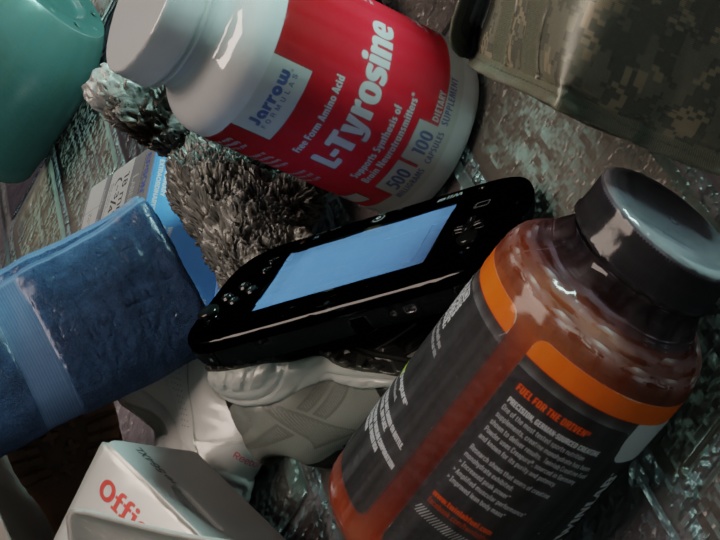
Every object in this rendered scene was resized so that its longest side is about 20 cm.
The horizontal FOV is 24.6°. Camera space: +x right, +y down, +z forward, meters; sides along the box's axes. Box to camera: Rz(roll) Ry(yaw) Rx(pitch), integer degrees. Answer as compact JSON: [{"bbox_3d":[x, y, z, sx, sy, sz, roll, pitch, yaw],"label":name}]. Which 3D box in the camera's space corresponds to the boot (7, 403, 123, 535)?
[{"bbox_3d":[-0.192,0.121,1.110,0.107,0.074,0.202,-120,15,-67],"label":"boot"}]

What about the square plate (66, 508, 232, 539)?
[{"bbox_3d":[-0.060,0.220,0.808,0.198,0.028,0.201,2,101,39],"label":"square plate"}]

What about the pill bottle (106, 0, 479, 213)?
[{"bbox_3d":[-0.039,-0.115,0.948,0.112,0.198,0.113,-40,39,43],"label":"pill bottle"}]

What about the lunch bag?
[{"bbox_3d":[0.118,-0.151,0.748,0.166,0.116,0.200,-68,19,9],"label":"lunch bag"}]

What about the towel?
[{"bbox_3d":[-0.193,0.041,1.015,0.112,0.198,0.049,59,166,24],"label":"towel"}]

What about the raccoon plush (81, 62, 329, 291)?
[{"bbox_3d":[-0.100,-0.031,1.018,0.135,0.198,0.097,-74,8,-56],"label":"raccoon plush"}]

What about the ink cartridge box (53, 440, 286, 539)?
[{"bbox_3d":[-0.123,0.221,0.943,0.146,0.084,0.202,37,104,36],"label":"ink cartridge box"}]

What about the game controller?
[{"bbox_3d":[0.000,0.000,0.882,0.198,0.042,0.105,-16,33,29],"label":"game controller"}]

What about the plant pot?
[{"bbox_3d":[-0.340,-0.211,1.575,0.161,0.200,0.201,-43,35,17],"label":"plant pot"}]

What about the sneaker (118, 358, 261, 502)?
[{"bbox_3d":[-0.103,0.070,1.079,0.100,0.078,0.200,-53,44,8],"label":"sneaker"}]

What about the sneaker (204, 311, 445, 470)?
[{"bbox_3d":[-0.001,0.070,0.908,0.199,0.074,0.080,-9,104,48],"label":"sneaker"}]

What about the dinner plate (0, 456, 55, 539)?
[{"bbox_3d":[-0.221,0.160,1.093,0.024,0.202,0.201,-22,37,0],"label":"dinner plate"}]

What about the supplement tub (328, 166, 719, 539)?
[{"bbox_3d":[0.077,0.053,0.725,0.201,0.106,0.108,-54,31,26],"label":"supplement tub"}]

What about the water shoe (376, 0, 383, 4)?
[{"bbox_3d":[-0.056,-0.111,1.107,0.200,0.071,0.079,-47,44,30],"label":"water shoe"}]

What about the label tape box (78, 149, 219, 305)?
[{"bbox_3d":[-0.152,-0.014,1.226,0.199,0.063,0.146,-24,52,54],"label":"label tape box"}]
